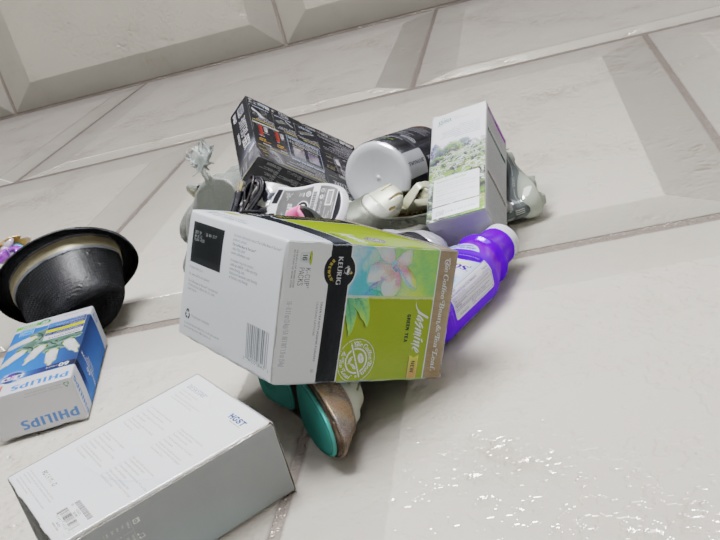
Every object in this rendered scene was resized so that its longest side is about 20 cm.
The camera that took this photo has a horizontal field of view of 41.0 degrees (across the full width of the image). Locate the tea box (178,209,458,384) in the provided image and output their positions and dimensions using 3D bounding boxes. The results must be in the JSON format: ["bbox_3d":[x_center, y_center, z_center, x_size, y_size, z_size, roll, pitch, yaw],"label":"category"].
[{"bbox_3d":[-0.045,0.021,0.948,0.197,0.134,0.200,1,10,-34],"label":"tea box"}]

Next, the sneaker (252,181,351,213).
[{"bbox_3d":[-0.064,-0.033,1.301,0.199,0.130,0.079,17,-19,-6],"label":"sneaker"}]

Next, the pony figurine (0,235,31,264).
[{"bbox_3d":[-0.636,0.007,1.523,0.200,0.167,0.193,-23,10,27],"label":"pony figurine"}]

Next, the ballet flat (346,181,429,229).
[{"bbox_3d":[0.052,-0.089,1.270,0.200,0.064,0.067,-8,46,-36],"label":"ballet flat"}]

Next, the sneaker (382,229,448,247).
[{"bbox_3d":[0.000,0.000,1.161,0.200,0.075,0.115,-1,25,28],"label":"sneaker"}]

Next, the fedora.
[{"bbox_3d":[-0.387,0.033,1.293,0.200,0.201,0.092,-21,55,-11],"label":"fedora"}]

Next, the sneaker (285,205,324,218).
[{"bbox_3d":[-0.088,0.012,1.099,0.079,0.095,0.200,-4,53,50],"label":"sneaker"}]

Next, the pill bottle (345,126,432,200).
[{"bbox_3d":[0.069,-0.154,1.411,0.106,0.106,0.200,-3,15,30],"label":"pill bottle"}]

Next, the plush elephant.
[{"bbox_3d":[-0.182,-0.097,1.425,0.165,0.200,0.155,-16,3,21],"label":"plush elephant"}]

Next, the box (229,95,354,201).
[{"bbox_3d":[-0.086,-0.158,1.406,0.050,0.200,0.158,-51,35,28],"label":"box"}]

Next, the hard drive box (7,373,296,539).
[{"bbox_3d":[-0.185,0.187,0.849,0.200,0.077,0.156,-28,25,-25],"label":"hard drive box"}]

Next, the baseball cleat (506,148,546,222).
[{"bbox_3d":[0.178,-0.117,1.319,0.106,0.070,0.200,-18,22,-5],"label":"baseball cleat"}]

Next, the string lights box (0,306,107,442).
[{"bbox_3d":[-0.373,0.120,1.160,0.103,0.059,0.200,-16,22,-2],"label":"string lights box"}]

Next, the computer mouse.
[{"bbox_3d":[-0.089,-0.069,1.231,0.200,0.044,0.110,4,71,36],"label":"computer mouse"}]

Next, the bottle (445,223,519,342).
[{"bbox_3d":[0.111,0.010,1.072,0.083,0.065,0.200,5,30,39],"label":"bottle"}]

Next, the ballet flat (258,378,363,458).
[{"bbox_3d":[-0.038,0.117,0.931,0.067,0.068,0.200,-17,23,-22],"label":"ballet flat"}]

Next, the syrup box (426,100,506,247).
[{"bbox_3d":[0.137,-0.115,1.225,0.079,0.081,0.200,-15,45,23],"label":"syrup box"}]
